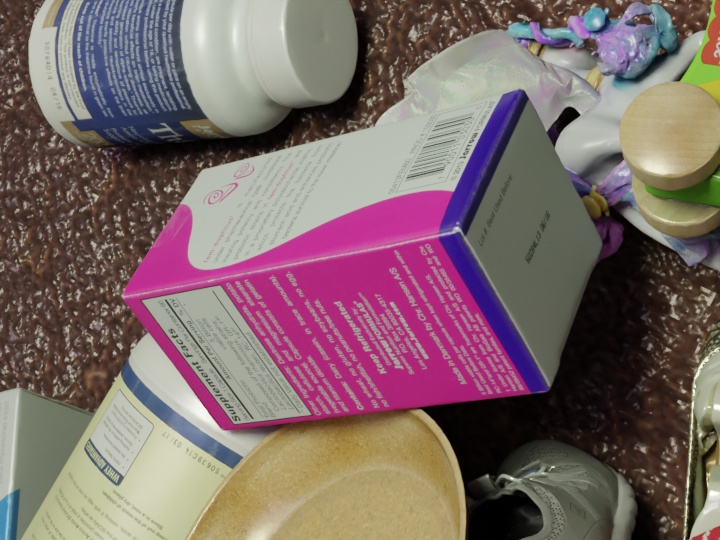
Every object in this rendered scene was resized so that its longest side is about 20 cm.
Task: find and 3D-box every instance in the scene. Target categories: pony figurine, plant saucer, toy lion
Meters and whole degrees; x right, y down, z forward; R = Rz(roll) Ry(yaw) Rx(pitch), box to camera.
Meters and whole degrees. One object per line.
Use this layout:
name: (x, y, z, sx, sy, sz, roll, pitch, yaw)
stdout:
pony figurine: (0.123, -0.063, 0.827, 0.199, 0.167, 0.193, 19, 54, 39)
plant saucer: (-0.019, 0.155, 0.746, 0.199, 0.035, 0.201, -30, 41, 29)
toy lion: (0.221, -0.079, 0.692, 0.190, 0.069, 0.202, 10, 68, 21)

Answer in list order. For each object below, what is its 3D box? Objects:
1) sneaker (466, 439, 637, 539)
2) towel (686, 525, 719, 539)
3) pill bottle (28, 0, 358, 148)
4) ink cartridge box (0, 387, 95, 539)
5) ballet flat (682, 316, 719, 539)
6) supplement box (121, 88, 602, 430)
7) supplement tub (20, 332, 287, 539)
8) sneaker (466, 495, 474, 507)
sneaker: (0.086, 0.118, 0.763, 0.082, 0.200, 0.075, 43, 99, -9)
towel: (0.105, 0.190, 0.706, 0.200, 0.022, 0.145, -39, 14, 44)
pill bottle: (-0.105, -0.139, 1.006, 0.198, 0.111, 0.112, -2, 74, 33)
ink cartridge box: (-0.273, 0.171, 1.032, 0.199, 0.084, 0.146, -15, 64, 29)
ballet flat: (0.183, 0.102, 0.761, 0.067, 0.075, 0.202, 1, 75, 31)
supplement box: (0.000, 0.000, 0.763, 0.199, 0.104, 0.102, -9, 37, 35)
supplement tub: (-0.109, 0.152, 0.895, 0.145, 0.145, 0.201, 34, 95, 36)
sneaker: (0.000, 0.202, 0.809, 0.200, 0.074, 0.118, -33, 32, -9)
